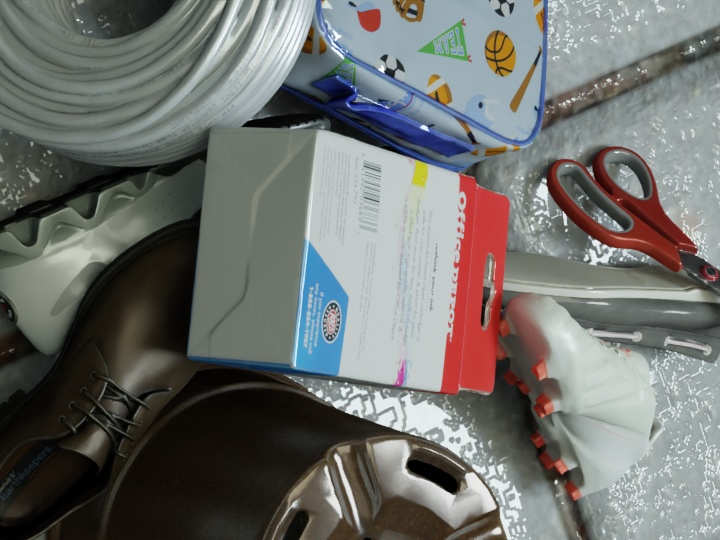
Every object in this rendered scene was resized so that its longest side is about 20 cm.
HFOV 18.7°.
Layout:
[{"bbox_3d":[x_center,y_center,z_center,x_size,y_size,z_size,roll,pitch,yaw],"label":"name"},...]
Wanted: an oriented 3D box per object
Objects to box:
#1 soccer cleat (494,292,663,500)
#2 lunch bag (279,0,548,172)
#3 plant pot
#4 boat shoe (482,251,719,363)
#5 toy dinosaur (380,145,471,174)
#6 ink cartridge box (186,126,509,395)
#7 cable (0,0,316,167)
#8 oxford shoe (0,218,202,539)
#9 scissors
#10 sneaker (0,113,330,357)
[{"bbox_3d":[0.127,0.060,1.252,0.077,0.069,0.200,-35,146,-7],"label":"soccer cleat"},{"bbox_3d":[0.019,-0.145,1.191,0.200,0.075,0.161,23,65,-41],"label":"lunch bag"},{"bbox_3d":[-0.033,0.152,1.130,0.199,0.198,0.201,-1,92,-30],"label":"plant pot"},{"bbox_3d":[0.142,0.027,1.302,0.199,0.067,0.057,3,110,-27],"label":"boat shoe"},{"bbox_3d":[0.009,-0.021,1.221,0.200,0.077,0.103,-40,116,-20],"label":"toy dinosaur"},{"bbox_3d":[0.000,0.000,1.120,0.200,0.067,0.117,14,80,-57],"label":"ink cartridge box"},{"bbox_3d":[-0.119,-0.151,1.095,0.199,0.069,0.201,-10,76,13],"label":"cable"},{"bbox_3d":[-0.122,0.063,1.097,0.073,0.084,0.200,33,102,-23],"label":"oxford shoe"},{"bbox_3d":[0.192,-0.001,1.298,0.073,0.014,0.200,-27,67,-37],"label":"scissors"},{"bbox_3d":[-0.098,-0.019,1.159,0.199,0.074,0.089,-25,102,-12],"label":"sneaker"}]
